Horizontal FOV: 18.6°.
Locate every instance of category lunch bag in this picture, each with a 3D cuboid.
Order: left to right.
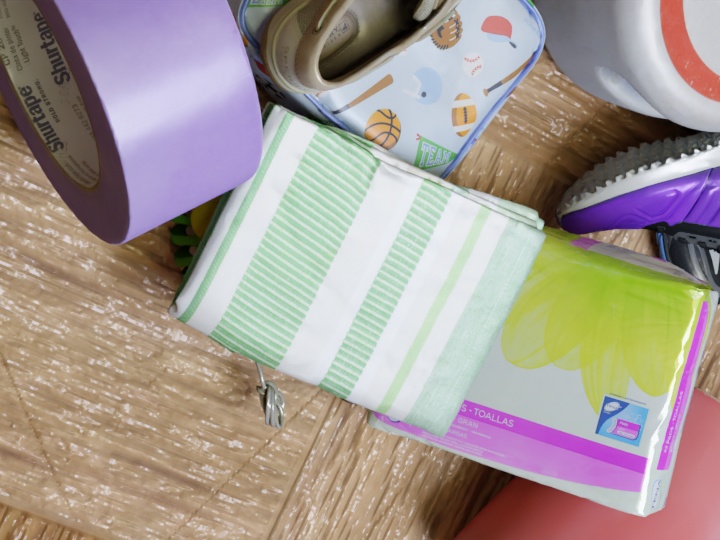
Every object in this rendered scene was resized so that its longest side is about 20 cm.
[{"bbox_3d":[0.015,-0.154,1.342,0.200,0.075,0.161,41,81,-31],"label":"lunch bag"}]

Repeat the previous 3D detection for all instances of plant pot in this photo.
[{"bbox_3d":[0.186,0.176,1.475,0.200,0.200,0.178,46,72,-31],"label":"plant pot"}]

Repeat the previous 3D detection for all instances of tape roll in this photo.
[{"bbox_3d":[-0.139,-0.122,1.192,0.085,0.200,0.201,-26,116,-20],"label":"tape roll"}]

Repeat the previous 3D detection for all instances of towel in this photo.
[{"bbox_3d":[0.000,0.000,1.319,0.199,0.023,0.153,23,101,-24],"label":"towel"}]

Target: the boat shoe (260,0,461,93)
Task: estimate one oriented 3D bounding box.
[{"bbox_3d":[0.033,-0.169,1.269,0.200,0.065,0.072,-39,116,-18],"label":"boat shoe"}]

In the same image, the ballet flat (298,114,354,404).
[{"bbox_3d":[-0.030,0.001,1.354,0.046,0.067,0.201,-35,127,-35],"label":"ballet flat"}]

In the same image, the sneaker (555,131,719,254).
[{"bbox_3d":[0.230,-0.040,1.444,0.198,0.070,0.100,-17,104,14],"label":"sneaker"}]

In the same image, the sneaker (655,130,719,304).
[{"bbox_3d":[0.264,-0.069,1.498,0.070,0.083,0.201,20,95,-36],"label":"sneaker"}]

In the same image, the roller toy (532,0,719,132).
[{"bbox_3d":[0.216,-0.187,1.403,0.199,0.140,0.184,-25,116,-21],"label":"roller toy"}]

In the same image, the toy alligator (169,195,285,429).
[{"bbox_3d":[-0.086,0.006,1.347,0.054,0.059,0.202,-1,112,15],"label":"toy alligator"}]

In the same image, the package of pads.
[{"bbox_3d":[0.114,0.050,1.388,0.068,0.198,0.156,0,105,-71],"label":"package of pads"}]
